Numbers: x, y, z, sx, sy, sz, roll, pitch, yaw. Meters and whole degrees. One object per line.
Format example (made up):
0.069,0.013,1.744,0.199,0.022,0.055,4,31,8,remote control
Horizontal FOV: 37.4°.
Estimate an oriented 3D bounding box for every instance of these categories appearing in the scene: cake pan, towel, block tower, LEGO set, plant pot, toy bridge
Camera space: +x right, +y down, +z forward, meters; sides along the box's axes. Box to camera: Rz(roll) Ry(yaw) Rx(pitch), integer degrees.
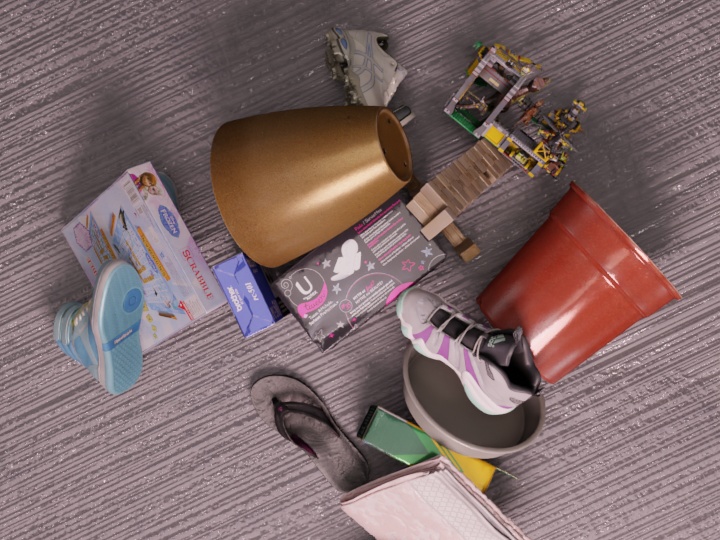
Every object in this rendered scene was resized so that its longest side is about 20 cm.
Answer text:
0.140,0.158,1.363,0.199,0.201,0.037,28,132,0,cake pan
0.099,0.329,1.353,0.200,0.032,0.191,45,133,-15,towel
0.135,-0.116,1.349,0.058,0.054,0.200,47,47,0,block tower
0.211,-0.223,1.350,0.200,0.116,0.154,45,48,5,LEGO set
0.264,0.025,1.351,0.195,0.201,0.201,-43,90,9,plant pot
-0.045,-0.118,1.269,0.199,0.186,0.188,-15,91,25,plant pot
0.083,-0.097,1.398,0.027,0.067,0.200,-40,111,2,toy bridge

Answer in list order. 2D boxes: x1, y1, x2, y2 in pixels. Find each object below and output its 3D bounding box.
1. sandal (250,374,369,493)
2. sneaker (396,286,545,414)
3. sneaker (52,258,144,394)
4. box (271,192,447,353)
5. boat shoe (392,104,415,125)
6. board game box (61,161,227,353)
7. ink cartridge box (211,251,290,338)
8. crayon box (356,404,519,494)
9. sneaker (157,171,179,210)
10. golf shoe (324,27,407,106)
-0.064,0.214,1.421,0.200,0.048,0.075,44,91,-1,sandal
0.142,0.081,1.270,0.200,0.140,0.078,42,61,-7,sneaker
-0.347,0.055,1.369,0.130,0.079,0.201,28,127,27,sneaker
0.000,0.000,1.375,0.200,0.132,0.115,-37,87,1,box
-0.026,-0.181,1.403,0.199,0.073,0.062,-23,94,6,boat shoe
-0.280,-0.008,1.362,0.199,0.041,0.201,-28,91,46,board game box
-0.133,0.026,1.342,0.044,0.200,0.094,-25,90,3,ink cartridge box
0.095,0.241,1.377,0.199,0.126,0.052,27,82,0,crayon box
-0.266,-0.031,1.403,0.073,0.082,0.201,-13,91,2,sneaker
0.019,-0.241,1.367,0.097,0.078,0.201,-10,58,-11,golf shoe
